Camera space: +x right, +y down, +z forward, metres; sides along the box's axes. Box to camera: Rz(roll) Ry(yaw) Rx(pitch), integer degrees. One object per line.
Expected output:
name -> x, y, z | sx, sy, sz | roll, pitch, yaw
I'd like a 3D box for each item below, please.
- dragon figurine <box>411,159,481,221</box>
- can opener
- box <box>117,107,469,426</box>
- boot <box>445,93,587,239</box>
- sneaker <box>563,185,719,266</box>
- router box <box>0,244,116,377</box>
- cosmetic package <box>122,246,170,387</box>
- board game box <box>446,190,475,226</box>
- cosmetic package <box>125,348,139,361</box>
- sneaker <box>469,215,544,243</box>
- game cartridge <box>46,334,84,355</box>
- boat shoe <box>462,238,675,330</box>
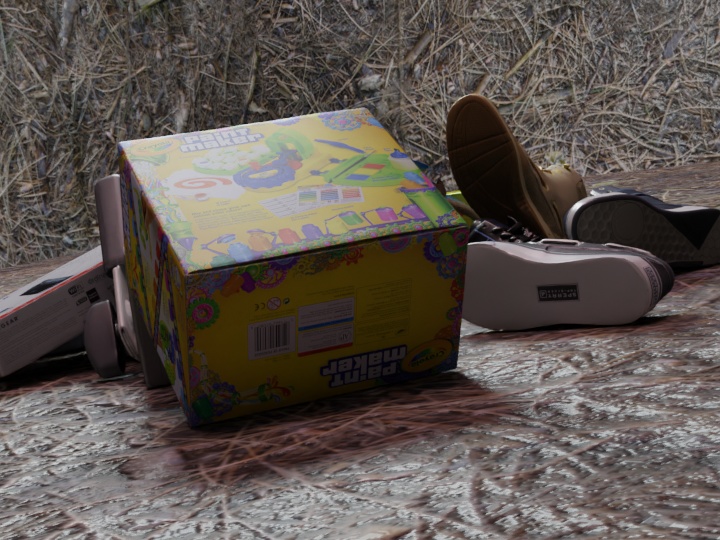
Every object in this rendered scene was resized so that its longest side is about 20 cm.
dragon figurine -> 0.041, -0.081, 1.398 | 0.198, 0.060, 0.099 | 10, 15, -16
can opener -> -0.221, 0.000, 1.237 | 0.066, 0.202, 0.053 | -15, -39, 5
box -> -0.053, -0.012, 0.985 | 0.198, 0.123, 0.193 | -10, 34, -18
boot -> 0.166, -0.095, 1.410 | 0.072, 0.202, 0.155 | -27, 4, 30
sneaker -> 0.242, -0.042, 1.345 | 0.200, 0.078, 0.146 | 4, 7, -35
router box -> -0.297, 0.035, 1.343 | 0.199, 0.049, 0.179 | -32, 12, -28
cosmetic package -> -0.092, 0.021, 1.150 | 0.198, 0.108, 0.090 | -11, 16, -10
board game box -> 0.055, -0.027, 1.476 | 0.198, 0.103, 0.047 | -6, 5, 31
cosmetic package -> -0.194, 0.051, 1.344 | 0.082, 0.051, 0.200 | -11, 6, -19
sneaker -> 0.144, -0.012, 1.293 | 0.070, 0.079, 0.199 | -12, 6, -38
game cartridge -> -0.363, 0.072, 1.486 | 0.198, 0.041, 0.133 | -10, 2, -14
boat shoe -> 0.156, 0.006, 1.119 | 0.198, 0.073, 0.068 | -2, 10, 36
